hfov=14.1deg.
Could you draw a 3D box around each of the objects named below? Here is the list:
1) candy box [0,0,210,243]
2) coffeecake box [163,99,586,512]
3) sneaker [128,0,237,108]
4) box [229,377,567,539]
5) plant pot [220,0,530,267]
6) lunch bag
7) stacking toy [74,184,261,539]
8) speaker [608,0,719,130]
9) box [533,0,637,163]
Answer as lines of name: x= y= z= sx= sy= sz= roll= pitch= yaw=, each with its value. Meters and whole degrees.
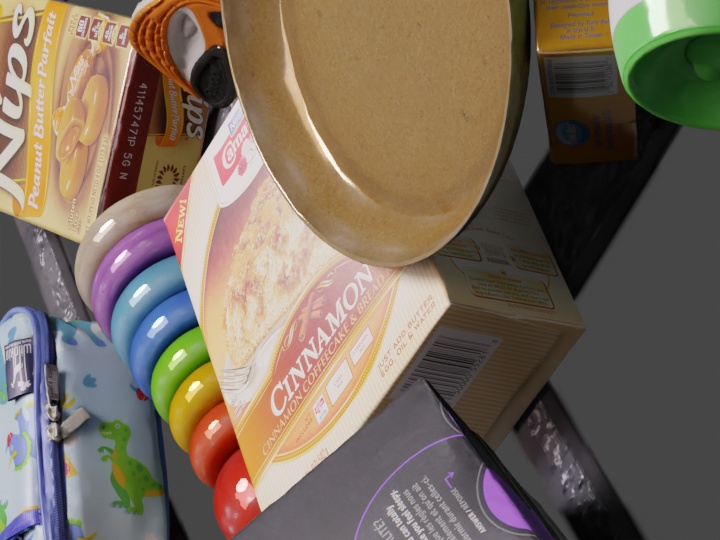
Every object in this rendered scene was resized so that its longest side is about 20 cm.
candy box: x=-0.149 y=-0.080 z=1.532 sx=0.200 sy=0.055 sz=0.116 roll=19 pitch=97 yaw=58
coffeecake box: x=0.000 y=0.000 z=1.257 sx=0.154 sy=0.073 sz=0.201 roll=-56 pitch=39 yaw=33
sneaker: x=-0.048 y=-0.155 z=1.294 sx=0.092 sy=0.075 sz=0.200 roll=-58 pitch=3 yaw=-25
box: x=-0.003 y=0.162 z=1.108 sx=0.200 sy=0.106 sz=0.122 roll=-40 pitch=39 yaw=3
plant pot: x=0.008 y=-0.102 z=1.141 sx=0.200 sy=0.027 sz=0.202 roll=20 pitch=115 yaw=53
lunch bag: x=-0.163 y=0.122 z=1.457 sx=0.200 sy=0.082 sz=0.162 roll=136 pitch=134 yaw=-54
stacking toy: x=-0.067 y=0.053 z=1.338 sx=0.086 sy=0.085 sz=0.201 roll=-58 pitch=39 yaw=30
speaker: x=0.134 y=-0.155 z=1.057 sx=0.088 sy=0.088 sz=0.201 roll=-30 pitch=47 yaw=50
box: x=0.085 y=-0.156 z=1.141 sx=0.119 sy=0.041 sz=0.201 roll=71 pitch=-165 yaw=-71
